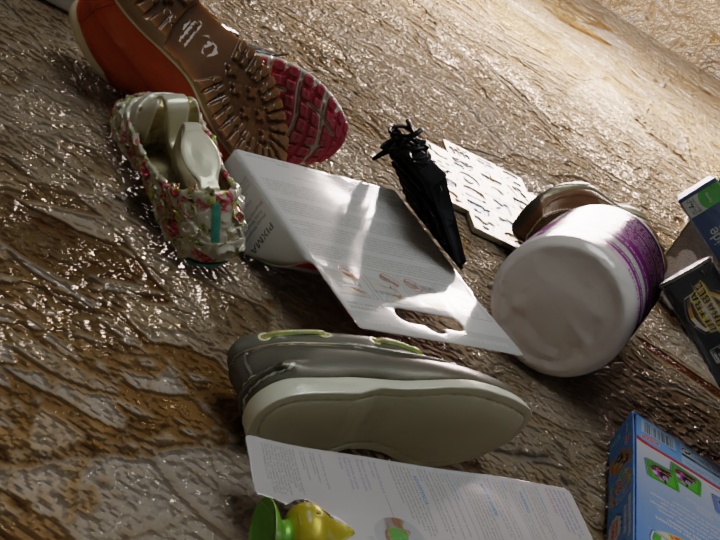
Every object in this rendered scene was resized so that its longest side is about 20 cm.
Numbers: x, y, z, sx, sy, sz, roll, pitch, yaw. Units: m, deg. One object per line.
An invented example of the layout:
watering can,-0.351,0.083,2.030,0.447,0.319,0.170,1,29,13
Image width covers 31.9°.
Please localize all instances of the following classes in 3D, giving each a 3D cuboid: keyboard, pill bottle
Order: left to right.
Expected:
keyboard,0.037,-0.067,1.000,0.040,0.104,0.200,-16,16,-4
pill bottle,0.184,0.008,1.019,0.112,0.112,0.200,37,24,11

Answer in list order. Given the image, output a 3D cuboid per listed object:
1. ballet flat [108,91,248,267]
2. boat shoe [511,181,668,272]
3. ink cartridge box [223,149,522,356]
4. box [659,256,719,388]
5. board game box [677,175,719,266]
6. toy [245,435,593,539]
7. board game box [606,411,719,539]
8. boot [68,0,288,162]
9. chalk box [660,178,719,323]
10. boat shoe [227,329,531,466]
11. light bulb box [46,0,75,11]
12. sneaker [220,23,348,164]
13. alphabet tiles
ballet flat,-0.121,-0.082,0.864,0.076,0.064,0.200,-9,41,-26
boat shoe,0.225,-0.029,1.178,0.200,0.076,0.074,6,38,-45
ink cartridge box,0.000,0.000,0.892,0.162,0.057,0.200,11,35,-41
box,0.300,0.083,0.962,0.200,0.050,0.198,59,15,7
board game box,0.317,0.018,0.990,0.200,0.034,0.135,58,14,4
toy,0.035,0.150,0.637,0.200,0.047,0.115,16,31,-26
board game box,0.232,0.185,0.823,0.151,0.037,0.200,33,22,0
boot,-0.139,-0.147,0.969,0.200,0.107,0.075,53,47,-18
chalk box,0.404,-0.018,1.230,0.124,0.200,0.124,16,28,-33
boat shoe,0.015,0.071,0.735,0.202,0.072,0.060,8,37,-36
light bulb box,-0.225,-0.334,1.072,0.198,0.200,0.125,24,24,-18
sneaker,-0.098,-0.161,1.041,0.200,0.081,0.075,31,21,-2
alphabet tiles,0.136,-0.066,1.239,0.166,0.006,0.200,25,24,-18
